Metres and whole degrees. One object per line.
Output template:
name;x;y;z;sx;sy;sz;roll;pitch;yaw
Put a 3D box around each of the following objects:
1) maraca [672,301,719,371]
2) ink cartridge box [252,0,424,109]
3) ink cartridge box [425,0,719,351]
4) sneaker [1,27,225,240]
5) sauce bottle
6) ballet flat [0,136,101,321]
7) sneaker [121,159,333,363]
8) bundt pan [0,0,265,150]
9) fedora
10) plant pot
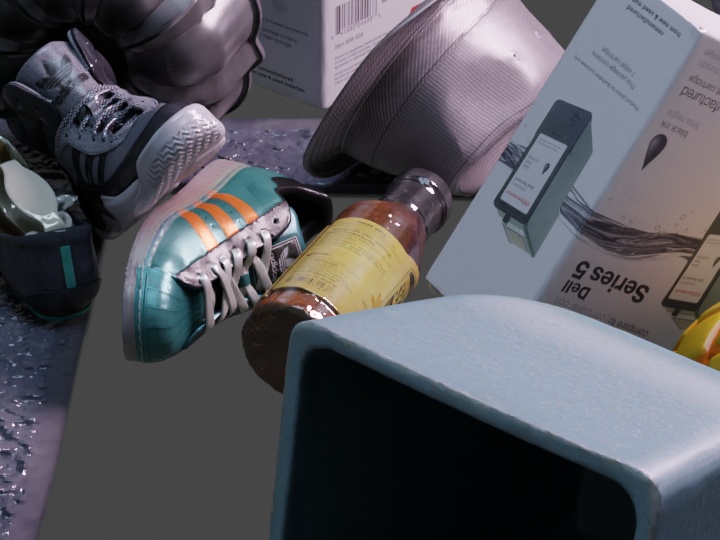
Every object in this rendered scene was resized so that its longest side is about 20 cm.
maraca;0.217;0.078;1.337;0.107;0.137;0.200;32;8;-27
ink cartridge box;-0.010;-0.232;1.794;0.083;0.201;0.144;23;36;33
ink cartridge box;0.150;-0.040;1.420;0.145;0.201;0.084;19;18;-42
sneaker;-0.149;-0.086;1.546;0.075;0.114;0.200;-41;4;-18
sauce bottle;0.000;0.000;1.526;0.066;0.066;0.200;13;33;21
ballet flat;-0.211;-0.042;1.591;0.073;0.073;0.200;-16;33;-26
sneaker;-0.075;-0.008;1.532;0.079;0.072;0.200;7;30;16
bundt pan;-0.164;-0.141;1.648;0.201;0.203;0.076;8;40;12
fedora;0.061;-0.106;1.654;0.090;0.177;0.200;40;34;8
plant pot;0.094;0.119;1.209;0.195;0.197;0.200;23;27;33
